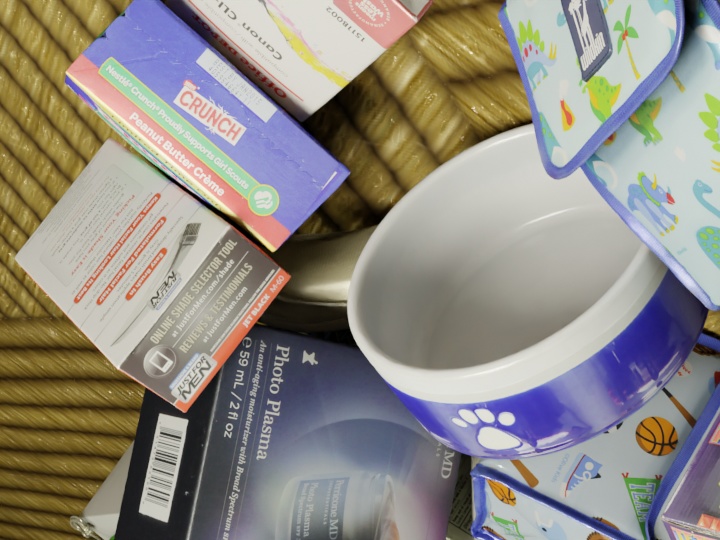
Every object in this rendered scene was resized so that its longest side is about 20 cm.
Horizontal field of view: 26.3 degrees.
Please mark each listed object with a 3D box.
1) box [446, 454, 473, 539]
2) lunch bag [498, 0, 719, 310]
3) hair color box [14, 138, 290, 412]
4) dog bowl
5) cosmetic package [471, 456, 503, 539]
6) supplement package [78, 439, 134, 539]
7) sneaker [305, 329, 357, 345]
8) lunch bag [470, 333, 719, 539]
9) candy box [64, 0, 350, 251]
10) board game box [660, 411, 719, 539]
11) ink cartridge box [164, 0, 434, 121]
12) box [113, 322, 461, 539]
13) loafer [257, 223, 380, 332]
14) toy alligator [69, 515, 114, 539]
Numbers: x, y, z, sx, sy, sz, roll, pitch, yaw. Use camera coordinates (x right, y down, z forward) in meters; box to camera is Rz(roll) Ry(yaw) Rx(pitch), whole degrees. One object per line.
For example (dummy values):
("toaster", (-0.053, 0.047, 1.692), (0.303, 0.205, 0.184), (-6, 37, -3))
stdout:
("box", (0.113, 0.185, 1.210), (0.200, 0.128, 0.109), (31, 158, 10))
("lunch bag", (0.166, -0.101, 0.744), (0.200, 0.127, 0.170), (48, 154, 4))
("hair color box", (-0.141, -0.002, 1.007), (0.064, 0.111, 0.200), (40, 177, -35))
("dog bowl", (0.096, 0.008, 0.890), (0.200, 0.200, 0.079), (5, 142, 44))
("cosmetic package", (0.179, 0.188, 1.087), (0.200, 0.103, 0.087), (-1, 146, 3))
("supplement package", (-0.191, 0.250, 1.653), (0.121, 0.120, 0.200), (43, 151, -18))
("sneaker", (-0.034, 0.074, 1.272), (0.087, 0.075, 0.200), (19, 148, 38))
("lunch bag", (0.195, 0.127, 0.998), (0.200, 0.170, 0.124), (25, 153, 21))
("candy box", (-0.108, -0.096, 1.014), (0.169, 0.077, 0.200), (42, 175, -11))
("board game box", (0.258, 0.119, 0.882), (0.057, 0.200, 0.165), (11, 142, 41))
("ink cartridge box", (-0.037, -0.164, 0.914), (0.116, 0.068, 0.200), (41, 152, -9))
("box", (-0.045, 0.144, 1.058), (0.198, 0.200, 0.123), (14, 174, -30))
("loafer", (0.000, 0.000, 1.080), (0.200, 0.076, 0.068), (5, 133, -11))
("toy alligator", (-0.242, 0.317, 1.625), (0.200, 0.054, 0.059), (18, 149, 27))
